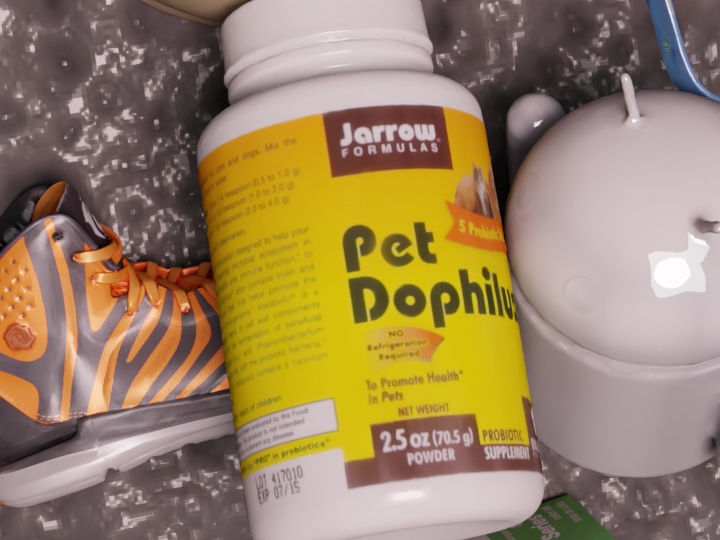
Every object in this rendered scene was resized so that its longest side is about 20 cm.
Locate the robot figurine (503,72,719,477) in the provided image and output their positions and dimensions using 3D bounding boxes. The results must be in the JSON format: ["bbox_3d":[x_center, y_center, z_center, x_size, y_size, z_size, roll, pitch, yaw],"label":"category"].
[{"bbox_3d":[0.110,0.006,0.848,0.113,0.200,0.170,-34,66,-16],"label":"robot figurine"}]

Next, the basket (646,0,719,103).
[{"bbox_3d":[0.179,-0.178,0.848,0.199,0.139,0.177,-25,101,-14],"label":"basket"}]

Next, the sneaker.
[{"bbox_3d":[-0.077,0.009,0.867,0.199,0.078,0.112,-23,106,-6],"label":"sneaker"}]

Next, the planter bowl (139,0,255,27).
[{"bbox_3d":[-0.030,-0.184,0.808,0.199,0.135,0.201,-2,102,-11],"label":"planter bowl"}]

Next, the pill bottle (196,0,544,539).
[{"bbox_3d":[0.000,0.000,0.802,0.109,0.109,0.201,-7,78,-10],"label":"pill bottle"}]

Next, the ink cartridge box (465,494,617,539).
[{"bbox_3d":[0.024,0.200,0.924,0.199,0.084,0.145,-17,104,-8],"label":"ink cartridge box"}]
